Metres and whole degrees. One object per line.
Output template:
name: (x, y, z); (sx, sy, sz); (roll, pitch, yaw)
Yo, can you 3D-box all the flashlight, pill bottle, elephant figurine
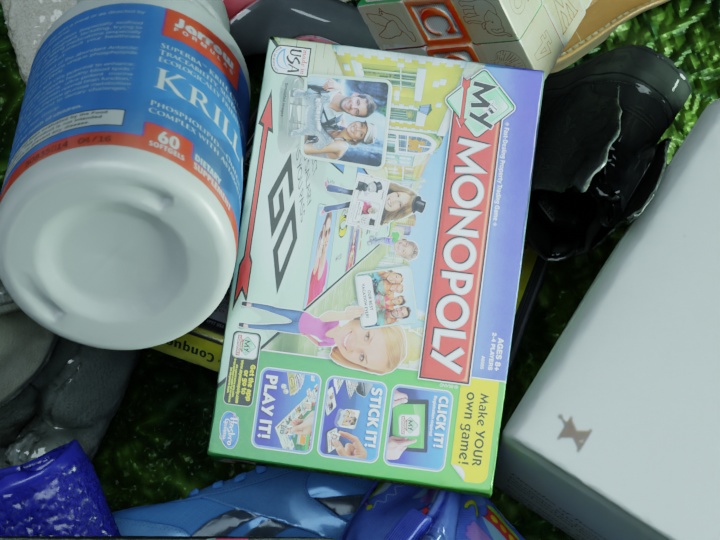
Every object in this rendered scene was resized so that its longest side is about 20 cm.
flashlight: (-0.024, -0.115, 1.191); (0.199, 0.068, 0.068); (22, 61, -10)
pill bottle: (-0.109, -0.065, 1.069); (0.111, 0.113, 0.201); (-1, 39, 1)
elephant figurine: (-0.200, 0.021, 1.092); (0.141, 0.200, 0.156); (7, 70, 31)

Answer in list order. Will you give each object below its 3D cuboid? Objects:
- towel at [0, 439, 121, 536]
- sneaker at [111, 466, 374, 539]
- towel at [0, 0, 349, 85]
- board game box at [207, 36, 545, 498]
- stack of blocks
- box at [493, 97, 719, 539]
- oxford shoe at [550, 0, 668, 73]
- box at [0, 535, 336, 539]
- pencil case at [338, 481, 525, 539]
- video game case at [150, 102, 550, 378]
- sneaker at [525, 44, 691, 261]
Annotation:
towel: (-0.165, 0.200, 1.096); (0.147, 0.050, 0.201); (-24, 93, 14)
sneaker: (-0.047, 0.125, 1.144); (0.198, 0.066, 0.079); (1, 80, -3)
towel: (-0.110, -0.186, 1.240); (0.199, 0.034, 0.133); (-17, 76, -3)
board game box: (0.009, -0.003, 1.045); (0.134, 0.029, 0.202); (7, 81, 4)
stack of blocks: (0.076, -0.178, 1.157); (0.115, 0.059, 0.200); (-2, 43, 38)
box: (0.195, 0.065, 1.101); (0.199, 0.171, 0.200); (33, 79, 8)
oxford shoe: (0.155, -0.184, 1.217); (0.200, 0.071, 0.071); (-42, 77, -10)
box: (-0.116, 0.183, 1.007); (0.199, 0.106, 0.123); (3, 80, -28)
pencil case: (0.075, 0.176, 1.084); (0.078, 0.087, 0.200); (-45, 106, 0)
video game case: (0.000, 0.000, 1.138); (0.180, 0.026, 0.200); (19, 39, 6)
sneaker: (0.102, -0.051, 1.114); (0.060, 0.200, 0.105); (36, 68, -12)
